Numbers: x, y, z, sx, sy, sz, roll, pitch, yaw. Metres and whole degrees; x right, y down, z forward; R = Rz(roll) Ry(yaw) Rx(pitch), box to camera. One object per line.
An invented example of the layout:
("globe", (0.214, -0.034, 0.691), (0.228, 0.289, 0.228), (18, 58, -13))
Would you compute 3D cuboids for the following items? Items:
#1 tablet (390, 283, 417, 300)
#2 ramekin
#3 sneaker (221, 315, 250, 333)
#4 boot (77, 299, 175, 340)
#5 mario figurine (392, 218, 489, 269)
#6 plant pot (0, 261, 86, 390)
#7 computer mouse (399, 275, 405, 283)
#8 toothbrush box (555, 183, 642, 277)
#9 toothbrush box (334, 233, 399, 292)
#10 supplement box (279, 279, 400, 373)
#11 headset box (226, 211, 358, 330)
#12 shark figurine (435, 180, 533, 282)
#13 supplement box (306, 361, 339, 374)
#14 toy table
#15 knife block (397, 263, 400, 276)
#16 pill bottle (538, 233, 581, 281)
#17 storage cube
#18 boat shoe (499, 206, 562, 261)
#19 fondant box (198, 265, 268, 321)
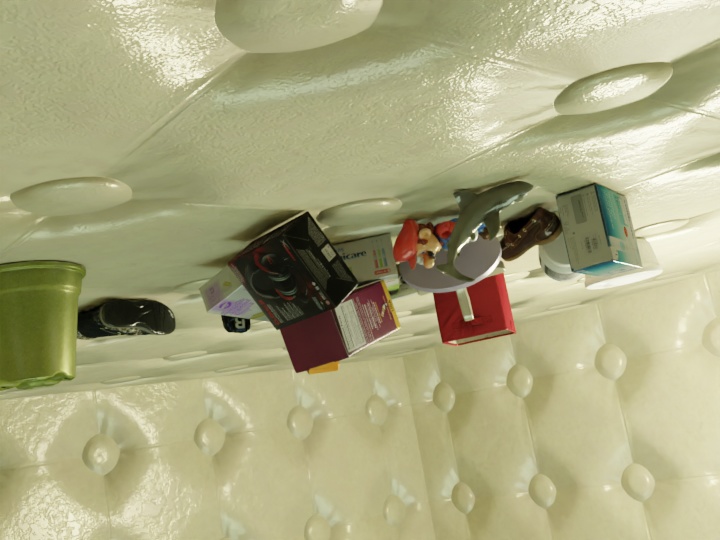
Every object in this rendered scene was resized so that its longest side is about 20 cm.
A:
("tablet", (0.080, 0.046, 1.830), (0.198, 0.014, 0.130), (-16, -173, -26))
("ramekin", (0.683, -0.018, 2.235), (0.200, 0.095, 0.202), (-11, 169, -2))
("sneaker", (-0.247, 0.070, 1.751), (0.072, 0.113, 0.200), (-7, 169, -19))
("boot", (-0.515, 0.110, 1.821), (0.153, 0.074, 0.203), (-14, 165, 32))
("mario figurine", (0.156, -0.046, 1.542), (0.198, 0.106, 0.124), (-16, 136, -9))
("plant pot", (-0.552, 0.099, 1.417), (0.198, 0.186, 0.200), (-10, 169, -2))
("computer mouse", (0.163, -0.021, 1.869), (0.199, 0.044, 0.109), (-24, 170, 33))
("toothbrush box", (0.455, -0.071, 1.608), (0.085, 0.148, 0.199), (-16, 167, 30))
("toothbrush box", (0.000, 0.000, 1.702), (0.144, 0.087, 0.200), (-11, 168, 0))
("supplement box", (-0.035, 0.100, 1.564), (0.130, 0.104, 0.199), (-19, -179, 34))
("headset box", (-0.121, 0.008, 1.423), (0.199, 0.149, 0.075), (-21, -161, 48))
("shark figurine", (0.174, -0.083, 1.405), (0.090, 0.215, 0.128), (45, 169, -32))
("supplement box", (-0.107, 0.109, 1.790), (0.073, 0.127, 0.200), (-5, -149, -26))
("toy table", (0.186, -0.004, 1.680), (0.198, 0.186, 0.117), (-5, 154, 16))
("knife block", (0.012, 0.086, 1.911), (0.198, 0.178, 0.064), (-8, 170, -11))
("pill bottle", (0.437, -0.044, 1.812), (0.113, 0.115, 0.200), (-12, 170, 10))
("storage cube", (0.290, 0.086, 2.170), (0.169, 0.182, 0.200), (-13, 168, 17))
("boat shoe", (0.323, -0.077, 1.690), (0.070, 0.071, 0.200), (32, 152, -12))
("fondant box", (-0.187, 0.033, 1.626), (0.144, 0.059, 0.199), (-36, 152, 26))
